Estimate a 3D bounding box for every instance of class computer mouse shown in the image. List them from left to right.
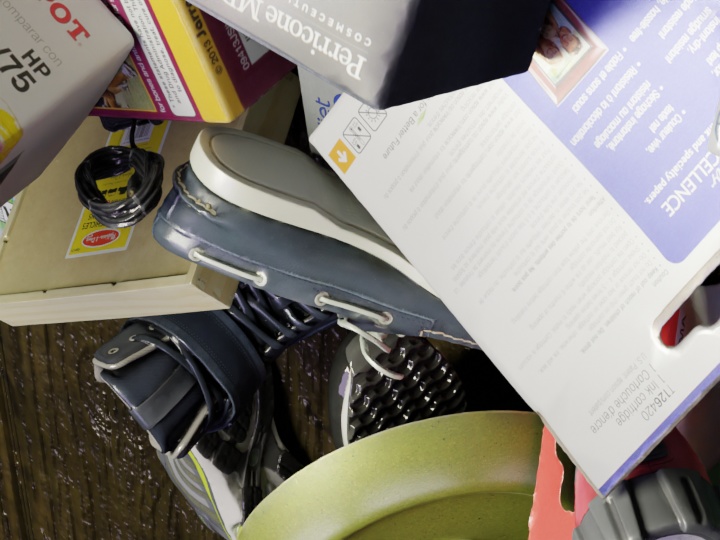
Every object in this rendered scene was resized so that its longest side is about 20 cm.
[{"bbox_3d":[-0.100,-0.067,1.127,0.058,0.200,0.034,-17,118,12],"label":"computer mouse"}]

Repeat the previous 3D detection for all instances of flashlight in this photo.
[{"bbox_3d":[0.105,0.055,1.032,0.068,0.201,0.068,-41,131,22],"label":"flashlight"}]

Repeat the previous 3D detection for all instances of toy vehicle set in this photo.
[{"bbox_3d":[-0.117,-0.037,1.216,0.026,0.125,0.199,31,158,-34],"label":"toy vehicle set"}]

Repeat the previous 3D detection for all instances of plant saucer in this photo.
[{"bbox_3d":[0.036,0.138,1.187,0.200,0.199,0.031,102,157,-52],"label":"plant saucer"}]

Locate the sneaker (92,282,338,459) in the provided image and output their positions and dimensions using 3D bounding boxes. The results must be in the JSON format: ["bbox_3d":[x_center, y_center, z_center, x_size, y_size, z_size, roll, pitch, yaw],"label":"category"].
[{"bbox_3d":[-0.049,0.026,1.189,0.077,0.146,0.202,54,144,-10],"label":"sneaker"}]

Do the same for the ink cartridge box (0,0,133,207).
[{"bbox_3d":[-0.233,-0.072,1.048,0.147,0.200,0.146,47,145,0],"label":"ink cartridge box"}]

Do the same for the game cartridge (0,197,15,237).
[{"bbox_3d":[-0.221,-0.076,1.369,0.133,0.040,0.201,27,142,32],"label":"game cartridge"}]

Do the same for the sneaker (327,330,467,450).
[{"bbox_3d":[0.012,0.076,1.212,0.090,0.070,0.200,44,169,37],"label":"sneaker"}]

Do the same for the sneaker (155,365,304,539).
[{"bbox_3d":[-0.091,0.091,1.372,0.081,0.074,0.201,17,135,41],"label":"sneaker"}]

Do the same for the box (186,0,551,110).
[{"bbox_3d":[-0.010,-0.194,0.864,0.199,0.123,0.199,31,117,23],"label":"box"}]

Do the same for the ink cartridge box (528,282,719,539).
[{"bbox_3d":[0.143,0.084,1.043,0.199,0.050,0.162,5,85,43],"label":"ink cartridge box"}]

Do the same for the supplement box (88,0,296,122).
[{"bbox_3d":[-0.120,-0.151,1.114,0.199,0.103,0.131,7,131,43],"label":"supplement box"}]

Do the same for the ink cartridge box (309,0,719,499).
[{"bbox_3d":[0.095,-0.047,0.936,0.200,0.047,0.198,49,128,14],"label":"ink cartridge box"}]

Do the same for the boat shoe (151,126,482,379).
[{"bbox_3d":[0.000,0.000,1.096,0.199,0.075,0.062,21,120,-24],"label":"boat shoe"}]

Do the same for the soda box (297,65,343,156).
[{"bbox_3d":[0.010,-0.133,1.028,0.068,0.063,0.201,23,141,29],"label":"soda box"}]

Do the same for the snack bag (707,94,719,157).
[{"bbox_3d":[0.225,-0.096,0.790,0.199,0.021,0.190,23,111,28],"label":"snack bag"}]
